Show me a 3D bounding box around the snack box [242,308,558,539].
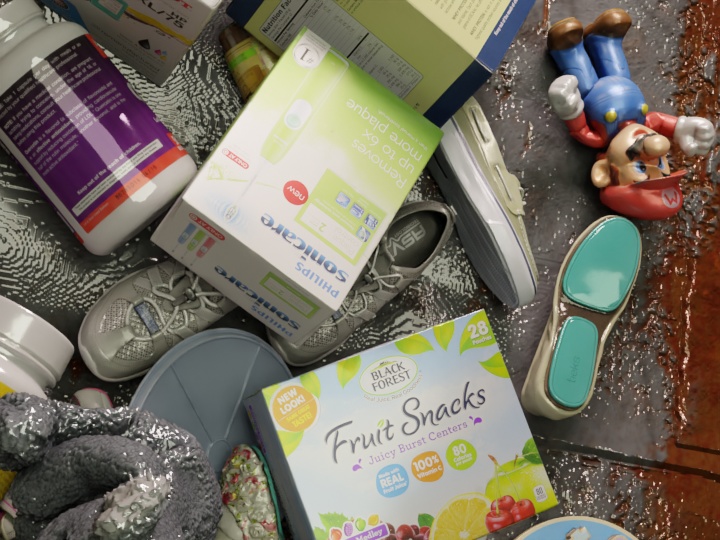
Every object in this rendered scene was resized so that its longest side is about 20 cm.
[{"bbox_3d":[0.031,0.142,1.333,0.199,0.068,0.169,-18,84,-22],"label":"snack box"}]

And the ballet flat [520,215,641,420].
[{"bbox_3d":[0.191,0.043,1.501,0.069,0.069,0.201,30,65,-11],"label":"ballet flat"}]

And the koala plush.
[{"bbox_3d":[-0.170,0.189,1.179,0.183,0.200,0.178,1,101,-17],"label":"koala plush"}]

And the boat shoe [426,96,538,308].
[{"bbox_3d":[0.113,-0.066,1.492,0.062,0.072,0.201,-23,84,-19],"label":"boat shoe"}]

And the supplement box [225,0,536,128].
[{"bbox_3d":[0.031,-0.244,1.433,0.200,0.134,0.200,38,45,-8],"label":"supplement box"}]

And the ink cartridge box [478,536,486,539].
[{"bbox_3d":[0.031,0.193,1.403,0.144,0.085,0.201,17,75,-14],"label":"ink cartridge box"}]

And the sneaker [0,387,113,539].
[{"bbox_3d":[-0.240,0.185,1.315,0.088,0.081,0.201,16,73,-17],"label":"sneaker"}]

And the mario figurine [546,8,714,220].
[{"bbox_3d":[0.243,-0.142,1.531,0.123,0.106,0.201,-23,77,13],"label":"mario figurine"}]

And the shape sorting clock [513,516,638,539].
[{"bbox_3d":[0.191,0.311,1.458,0.199,0.039,0.201,4,78,-18],"label":"shape sorting clock"}]

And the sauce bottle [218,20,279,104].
[{"bbox_3d":[-0.055,-0.124,1.450,0.064,0.065,0.201,-24,86,-21],"label":"sauce bottle"}]

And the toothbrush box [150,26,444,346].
[{"bbox_3d":[-0.047,-0.067,1.341,0.145,0.086,0.200,37,58,-7],"label":"toothbrush box"}]

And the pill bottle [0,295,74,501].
[{"bbox_3d":[-0.306,0.122,1.288,0.114,0.114,0.201,32,71,-10],"label":"pill bottle"}]

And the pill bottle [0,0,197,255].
[{"bbox_3d":[-0.230,-0.118,1.364,0.112,0.112,0.200,-40,94,-21],"label":"pill bottle"}]

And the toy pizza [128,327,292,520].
[{"bbox_3d":[-0.122,0.145,1.355,0.200,0.032,0.201,-9,102,-46],"label":"toy pizza"}]

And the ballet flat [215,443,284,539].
[{"bbox_3d":[-0.087,0.237,1.333,0.064,0.076,0.201,-18,105,-25],"label":"ballet flat"}]

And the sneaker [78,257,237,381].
[{"bbox_3d":[-0.141,0.014,1.371,0.200,0.082,0.075,-37,90,-26],"label":"sneaker"}]

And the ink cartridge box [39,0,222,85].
[{"bbox_3d":[-0.162,-0.272,1.372,0.146,0.200,0.146,35,70,-9],"label":"ink cartridge box"}]

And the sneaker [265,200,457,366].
[{"bbox_3d":[0.000,0.000,1.434,0.200,0.082,0.075,-43,94,-21],"label":"sneaker"}]
